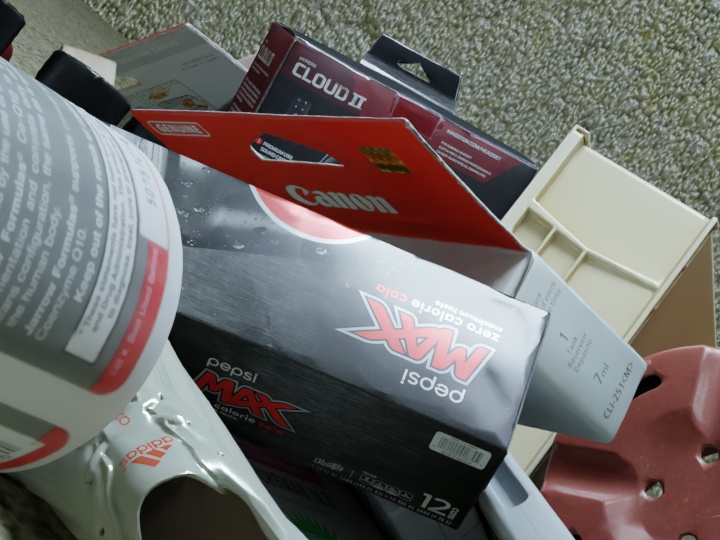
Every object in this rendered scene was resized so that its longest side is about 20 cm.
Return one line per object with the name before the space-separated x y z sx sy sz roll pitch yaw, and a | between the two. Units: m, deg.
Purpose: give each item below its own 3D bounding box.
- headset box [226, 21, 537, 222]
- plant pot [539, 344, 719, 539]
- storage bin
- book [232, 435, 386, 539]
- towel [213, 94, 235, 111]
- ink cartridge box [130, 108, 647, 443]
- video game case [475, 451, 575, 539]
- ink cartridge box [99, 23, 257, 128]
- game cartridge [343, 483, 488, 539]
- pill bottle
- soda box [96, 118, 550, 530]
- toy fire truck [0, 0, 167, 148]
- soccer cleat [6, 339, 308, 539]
headset box | -0.014 -0.024 0.873 0.149 0.200 0.077 26 7 -17
plant pot | 0.183 0.141 0.814 0.201 0.201 0.195 43 -5 33
storage bin | 0.106 0.065 0.902 0.094 0.199 0.200 33 -15 24
book | -0.070 0.068 0.679 0.200 0.048 0.134 47 9 36
towel | -0.048 -0.042 1.052 0.200 0.192 0.035 36 34 -46
ink cartridge box | 0.000 0.000 0.719 0.200 0.044 0.174 8 -27 50
video game case | 0.090 0.162 0.662 0.182 0.023 0.200 -124 -172 -75
ink cartridge box | -0.122 -0.103 1.071 0.200 0.044 0.174 -13 -34 35
game cartridge | 0.008 0.088 0.731 0.133 0.041 0.200 56 -7 22
pill bottle | -0.146 -0.023 0.434 0.114 0.114 0.200 43 5 35
soda box | -0.037 0.017 0.609 0.200 0.071 0.063 23 -38 -1
toy fire truck | -0.179 -0.083 0.866 0.176 0.129 0.200 38 -7 -21
soccer cleat | -0.072 0.059 0.519 0.200 0.069 0.078 45 -9 16
